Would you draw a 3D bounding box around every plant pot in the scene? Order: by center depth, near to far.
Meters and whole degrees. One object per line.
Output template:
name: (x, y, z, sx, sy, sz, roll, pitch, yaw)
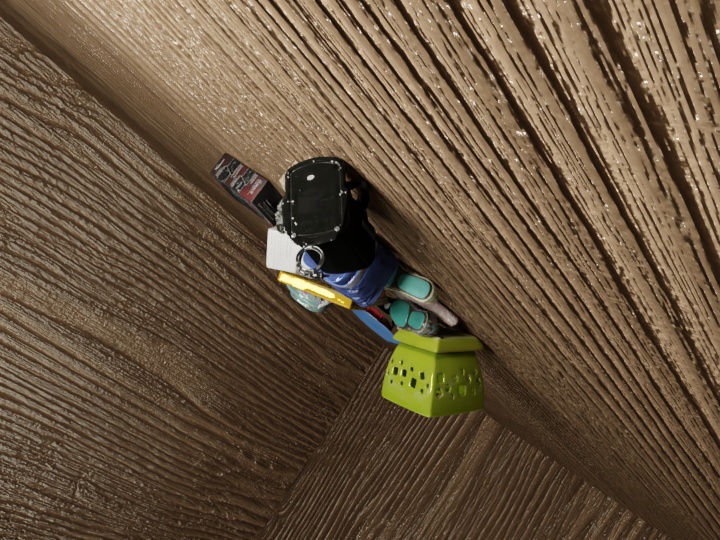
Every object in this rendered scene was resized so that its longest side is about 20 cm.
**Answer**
plant pot: (0.187, 0.243, 1.543, 0.195, 0.188, 0.198, 3, -175, -36)

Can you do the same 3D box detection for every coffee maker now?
coffee maker: (-0.055, -0.062, 1.047, 0.131, 0.197, 0.200, 15, 167, 19)

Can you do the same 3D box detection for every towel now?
towel: (0.141, 0.069, 1.532, 0.198, 0.033, 0.191, 37, 172, -3)

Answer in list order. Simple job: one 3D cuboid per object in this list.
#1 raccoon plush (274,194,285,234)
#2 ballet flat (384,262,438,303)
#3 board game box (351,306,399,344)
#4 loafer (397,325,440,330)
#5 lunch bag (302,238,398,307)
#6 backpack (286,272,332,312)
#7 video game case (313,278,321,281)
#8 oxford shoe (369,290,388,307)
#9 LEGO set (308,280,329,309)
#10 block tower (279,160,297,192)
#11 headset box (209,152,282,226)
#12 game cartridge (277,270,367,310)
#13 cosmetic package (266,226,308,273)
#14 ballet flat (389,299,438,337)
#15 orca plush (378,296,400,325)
raccoon plush: (-0.111, -0.128, 1.476, 0.131, 0.100, 0.199, 18, -163, 22)
ballet flat: (0.091, 0.023, 1.367, 0.198, 0.069, 0.062, 33, -178, 34)
board game box: (0.050, 0.137, 1.709, 0.157, 0.039, 0.200, 42, 168, -11)
loafer: (0.160, 0.153, 1.664, 0.198, 0.070, 0.076, 29, -163, -45)
lunch bag: (-0.033, -0.031, 1.330, 0.132, 0.138, 0.198, 40, 172, -38)
backpack: (-0.135, 0.033, 1.890, 0.174, 0.155, 0.199, 36, -160, 11)
video game case: (-0.126, -0.029, 1.783, 0.143, 0.018, 0.203, 41, -150, -30)
oxford shoe: (0.035, 0.058, 1.660, 0.200, 0.069, 0.074, 160, 98, -79)
LEGO set: (-0.094, 0.018, 1.684, 0.154, 0.113, 0.205, -53, -61, -85)
block tower: (-0.119, -0.161, 1.276, 0.057, 0.055, 0.200, 36, 173, 5)
headset box: (-0.297, -0.216, 1.694, 0.198, 0.078, 0.149, 35, 172, 27)
game cartridge: (-0.088, 0.050, 1.486, 0.195, 0.033, 0.176, 18, 180, 15)
cosmetic package: (-0.132, -0.045, 1.538, 0.194, 0.105, 0.074, 10, -164, 19)
ballet flat: (0.135, 0.122, 1.511, 0.072, 0.073, 0.200, 39, 174, -21)
orca plush: (0.087, 0.117, 1.743, 0.196, 0.073, 0.104, 8, 169, 38)
